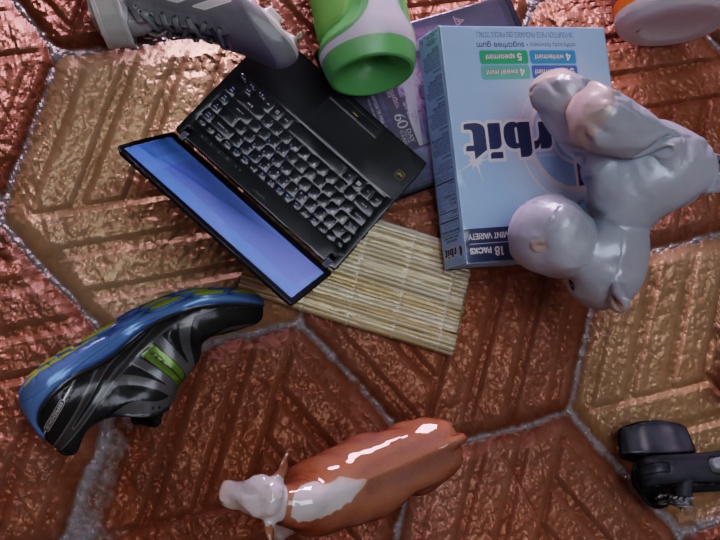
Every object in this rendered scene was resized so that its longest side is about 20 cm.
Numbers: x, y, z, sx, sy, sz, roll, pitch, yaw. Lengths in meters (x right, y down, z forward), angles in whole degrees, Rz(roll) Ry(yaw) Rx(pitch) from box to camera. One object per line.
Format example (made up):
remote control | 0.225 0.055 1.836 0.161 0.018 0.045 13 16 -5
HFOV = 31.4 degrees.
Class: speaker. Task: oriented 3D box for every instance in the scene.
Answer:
speaker | -0.007 -0.253 1.073 0.087 0.089 0.203 -4 70 -20

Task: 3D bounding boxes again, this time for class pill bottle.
pill bottle | 0.278 -0.321 1.188 0.108 0.109 0.203 -1 78 -19

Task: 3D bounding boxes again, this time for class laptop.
laptop | -0.062 -0.089 1.005 0.177 0.103 0.200 41 71 2

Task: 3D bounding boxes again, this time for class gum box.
gum box | 0.144 -0.107 1.106 0.168 0.044 0.203 -4 85 -24

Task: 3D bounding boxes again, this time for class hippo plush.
hippo plush | 0.200 -0.056 1.046 0.198 0.159 0.162 24 100 -14

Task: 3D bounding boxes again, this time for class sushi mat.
sushi mat | 0.000 0.000 1.068 0.197 0.012 0.097 17 72 -15

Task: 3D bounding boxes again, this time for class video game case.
video game case | 0.073 -0.153 1.127 0.198 0.019 0.145 -20 85 -21

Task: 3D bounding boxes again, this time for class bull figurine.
bull figurine | -0.015 0.161 0.966 0.197 0.121 0.066 -12 81 -21

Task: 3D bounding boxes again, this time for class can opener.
can opener | 0.318 0.171 1.112 0.197 0.063 0.080 5 75 -18

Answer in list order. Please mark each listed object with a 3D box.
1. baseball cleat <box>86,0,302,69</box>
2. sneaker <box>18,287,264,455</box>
baseball cleat | -0.146 -0.200 1.026 0.199 0.070 0.107 36 75 17
sneaker | -0.160 0.072 0.972 0.198 0.071 0.084 -30 102 -22
